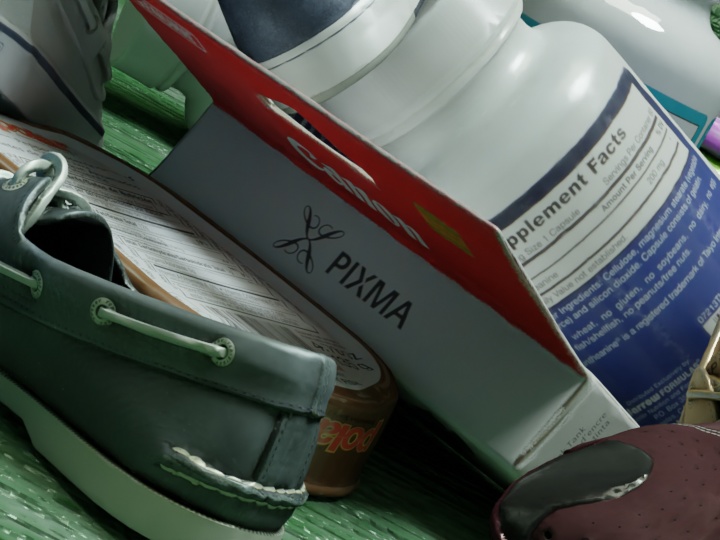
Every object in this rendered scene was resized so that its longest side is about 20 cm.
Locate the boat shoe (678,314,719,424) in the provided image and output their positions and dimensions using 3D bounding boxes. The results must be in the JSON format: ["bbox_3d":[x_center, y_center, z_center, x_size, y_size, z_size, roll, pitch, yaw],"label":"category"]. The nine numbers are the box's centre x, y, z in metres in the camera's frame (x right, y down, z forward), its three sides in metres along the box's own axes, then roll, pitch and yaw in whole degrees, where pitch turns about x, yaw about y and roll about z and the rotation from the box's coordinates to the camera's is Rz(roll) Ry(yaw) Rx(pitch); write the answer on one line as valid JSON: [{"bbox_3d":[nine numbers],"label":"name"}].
[{"bbox_3d":[0.128,0.052,0.769,0.065,0.071,0.200,62,26,-20],"label":"boat shoe"}]

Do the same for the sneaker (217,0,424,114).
[{"bbox_3d":[-0.027,-0.159,0.853,0.147,0.077,0.203,55,22,-16],"label":"sneaker"}]

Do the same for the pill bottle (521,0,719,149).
[{"bbox_3d":[0.082,-0.057,1.002,0.110,0.201,0.111,28,9,-5],"label":"pill bottle"}]

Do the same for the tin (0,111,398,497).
[{"bbox_3d":[-0.068,0.004,0.758,0.200,0.042,0.112,37,8,37],"label":"tin"}]

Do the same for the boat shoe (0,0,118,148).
[{"bbox_3d":[-0.116,-0.085,0.884,0.073,0.066,0.200,34,-5,-1],"label":"boat shoe"}]

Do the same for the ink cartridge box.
[{"bbox_3d":[0.000,0.000,0.791,0.200,0.045,0.176,37,-7,39],"label":"ink cartridge box"}]

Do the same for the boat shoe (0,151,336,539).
[{"bbox_3d":[-0.080,0.004,0.645,0.200,0.062,0.073,37,13,37],"label":"boat shoe"}]

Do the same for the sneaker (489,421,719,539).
[{"bbox_3d":[0.085,0.109,0.618,0.115,0.076,0.200,-1,32,0],"label":"sneaker"}]

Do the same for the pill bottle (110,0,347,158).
[{"bbox_3d":[-0.015,-0.091,1.152,0.199,0.112,0.111,26,10,-17],"label":"pill bottle"}]

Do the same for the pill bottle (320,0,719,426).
[{"bbox_3d":[0.075,-0.020,0.895,0.200,0.111,0.111,48,5,-15],"label":"pill bottle"}]

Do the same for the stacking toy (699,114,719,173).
[{"bbox_3d":[0.170,-0.044,1.183,0.109,0.201,0.116,31,9,12],"label":"stacking toy"}]
